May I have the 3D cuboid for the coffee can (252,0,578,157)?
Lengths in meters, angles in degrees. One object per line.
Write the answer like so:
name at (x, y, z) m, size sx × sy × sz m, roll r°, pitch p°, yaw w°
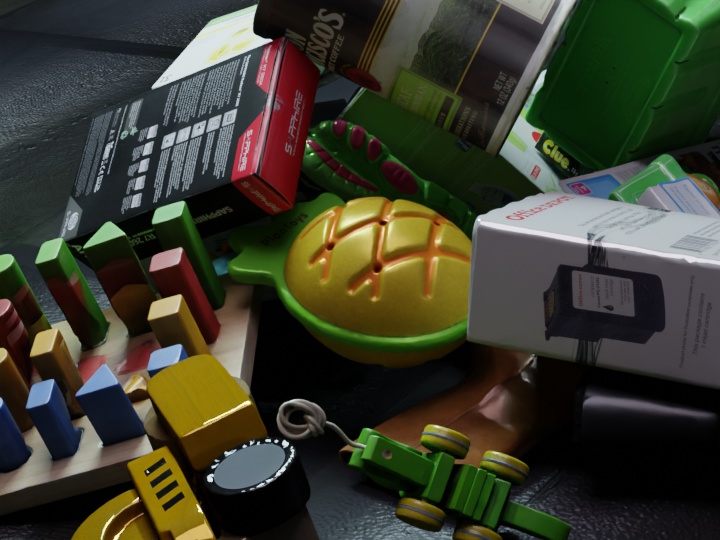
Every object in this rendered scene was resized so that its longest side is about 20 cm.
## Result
coffee can at (0.043, -0.191, 1.522) m, size 0.200 × 0.147 × 0.146 m, roll 27°, pitch 29°, yaw 3°

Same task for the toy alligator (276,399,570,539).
toy alligator at (0.034, 0.125, 1.291) m, size 0.200 × 0.059 × 0.054 m, roll 24°, pitch -15°, yaw -12°

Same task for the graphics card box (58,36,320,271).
graphics card box at (-0.125, -0.081, 1.530) m, size 0.200 × 0.051 × 0.126 m, roll -17°, pitch 49°, yaw 35°

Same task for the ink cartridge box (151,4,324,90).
ink cartridge box at (-0.101, -0.138, 1.623) m, size 0.145 × 0.048 × 0.200 m, roll -12°, pitch 31°, yaw 40°

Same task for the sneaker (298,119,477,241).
sneaker at (0.029, -0.032, 1.602) m, size 0.077 × 0.200 × 0.084 m, roll -42°, pitch -5°, yaw -25°

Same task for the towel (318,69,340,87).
towel at (-0.041, -0.170, 1.726) m, size 0.200 × 0.035 × 0.193 m, roll -26°, pitch 19°, yaw 20°

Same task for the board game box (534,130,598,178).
board game box at (0.235, -0.077, 1.679) m, size 0.200 × 0.023 × 0.105 m, roll -6°, pitch 43°, yaw -49°

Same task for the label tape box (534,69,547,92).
label tape box at (0.227, -0.156, 1.850) m, size 0.200 × 0.066 × 0.143 m, roll -22°, pitch 14°, yaw 29°

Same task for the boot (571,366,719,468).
boot at (0.212, 0.111, 1.306) m, size 0.168 × 0.077 × 0.200 m, roll 4°, pitch 18°, yaw 14°

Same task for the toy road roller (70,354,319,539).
toy road roller at (-0.104, 0.154, 1.250) m, size 0.146 × 0.123 × 0.200 m, roll -24°, pitch 27°, yaw -10°

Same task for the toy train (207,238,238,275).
toy train at (-0.109, 0.052, 1.541) m, size 0.150 × 0.056 × 0.200 m, roll 6°, pitch 41°, yaw 41°

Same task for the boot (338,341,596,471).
boot at (0.064, 0.089, 1.450) m, size 0.200 × 0.069 × 0.188 m, roll -33°, pitch 41°, yaw -32°

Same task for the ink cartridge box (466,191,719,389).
ink cartridge box at (0.186, 0.011, 1.368) m, size 0.200 × 0.085 × 0.145 m, roll 11°, pitch 13°, yaw 23°

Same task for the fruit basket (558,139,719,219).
fruit basket at (0.267, -0.024, 1.526) m, size 0.200 × 0.094 × 0.185 m, roll -17°, pitch 58°, yaw -32°

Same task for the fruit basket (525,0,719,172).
fruit basket at (0.245, -0.176, 1.607) m, size 0.155 × 0.216 × 0.216 m, roll 38°, pitch 41°, yaw 16°

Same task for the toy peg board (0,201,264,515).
toy peg board at (-0.182, 0.051, 1.439) m, size 0.200 × 0.098 × 0.199 m, roll -17°, pitch 30°, yaw 13°

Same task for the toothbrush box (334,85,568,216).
toothbrush box at (0.091, -0.099, 1.675) m, size 0.086 × 0.200 × 0.146 m, roll -46°, pitch 5°, yaw 28°

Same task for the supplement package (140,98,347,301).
supplement package at (-0.095, -0.052, 1.720) m, size 0.199 × 0.111 × 0.156 m, roll -8°, pitch 24°, yaw -4°

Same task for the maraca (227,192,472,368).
maraca at (0.000, 0.000, 1.453) m, size 0.200 × 0.107 × 0.137 m, roll 25°, pitch 42°, yaw 31°
